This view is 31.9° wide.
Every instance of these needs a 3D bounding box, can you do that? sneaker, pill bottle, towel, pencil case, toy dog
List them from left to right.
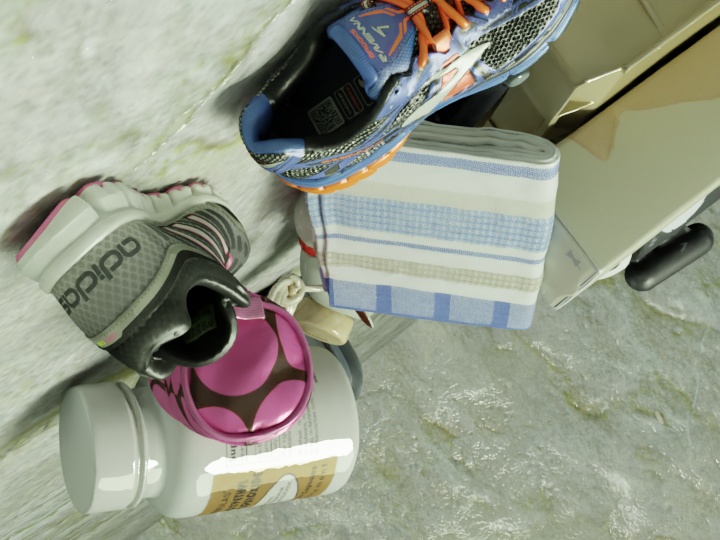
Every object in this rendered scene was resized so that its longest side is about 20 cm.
[{"bbox_3d":[-0.092,0.009,0.619,0.074,0.088,0.200,-39,173,9],"label":"sneaker"},{"bbox_3d":[-0.111,0.120,0.922,0.199,0.115,0.114,-3,155,-30],"label":"pill bottle"},{"bbox_3d":[-0.086,0.054,0.775,0.200,0.090,0.094,173,-73,-73],"label":"pencil case"},{"bbox_3d":[0.000,0.000,0.925,0.200,0.096,0.133,-20,126,-83],"label":"toy dog"},{"bbox_3d":[0.024,-0.102,0.566,0.200,0.075,0.078,-43,169,21],"label":"sneaker"},{"bbox_3d":[0.040,-0.025,0.750,0.200,0.146,0.024,85,15,-60],"label":"towel"}]

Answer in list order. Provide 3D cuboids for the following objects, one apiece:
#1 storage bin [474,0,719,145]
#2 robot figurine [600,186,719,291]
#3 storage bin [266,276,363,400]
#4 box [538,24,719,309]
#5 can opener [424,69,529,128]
[{"bbox_3d":[0.161,-0.162,0.798,0.198,0.094,0.200,-36,173,-15],"label":"storage bin"},{"bbox_3d":[0.203,-0.079,0.941,0.199,0.150,0.125,-34,156,-14],"label":"robot figurine"},{"bbox_3d":[-0.112,0.119,1.097,0.134,0.146,0.200,-16,159,-46],"label":"storage bin"},{"bbox_3d":[0.182,-0.070,0.787,0.199,0.078,0.095,-35,173,-18],"label":"box"},{"bbox_3d":[0.079,-0.137,0.648,0.078,0.064,0.200,-31,170,-44],"label":"can opener"}]
